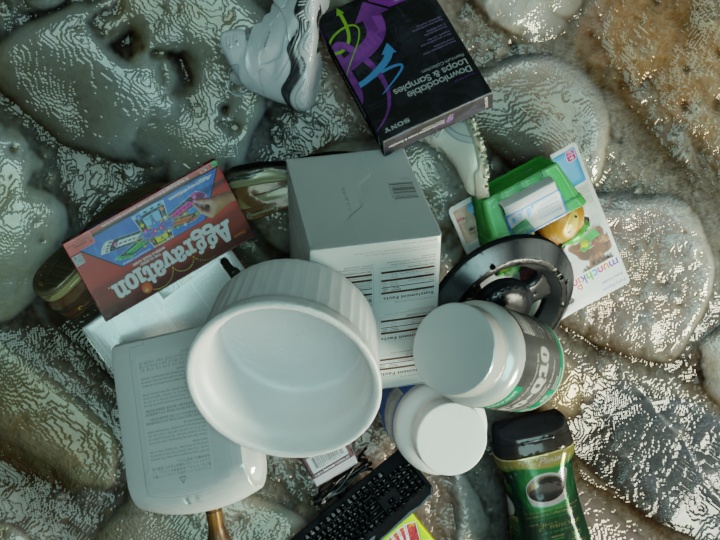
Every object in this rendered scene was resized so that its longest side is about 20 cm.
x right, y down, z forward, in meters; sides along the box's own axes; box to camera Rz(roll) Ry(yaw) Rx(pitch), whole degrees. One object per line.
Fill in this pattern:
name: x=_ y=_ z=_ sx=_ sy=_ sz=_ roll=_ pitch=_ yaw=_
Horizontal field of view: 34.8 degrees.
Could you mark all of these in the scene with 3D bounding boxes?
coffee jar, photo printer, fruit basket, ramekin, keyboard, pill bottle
coffee jar: x=0.228 y=0.280 z=1.450 sx=0.103 sy=0.085 sz=0.203 roll=-12 pitch=98 yaw=-4
photo printer: x=-0.190 y=0.168 z=1.286 sx=0.164 sy=0.069 sz=0.203 roll=-14 pitch=79 yaw=19
fruit basket: x=0.225 y=-0.029 z=1.418 sx=0.184 sy=0.094 sz=0.202 roll=-26 pitch=102 yaw=-5
ramekin: x=-0.073 y=0.085 z=1.176 sx=0.198 sy=0.098 sz=0.202 roll=3 pitch=126 yaw=4
keyboard: x=-0.015 y=0.295 z=1.413 sx=0.199 sy=0.040 sz=0.104 roll=-39 pitch=63 yaw=-4
pill bottle: x=0.088 y=0.177 z=1.361 sx=0.111 sy=0.200 sz=0.114 roll=-1 pitch=96 yaw=-9
pill bottle: x=0.140 y=0.094 z=1.250 sx=0.112 sy=0.199 sz=0.115 roll=-5 pitch=80 yaw=28

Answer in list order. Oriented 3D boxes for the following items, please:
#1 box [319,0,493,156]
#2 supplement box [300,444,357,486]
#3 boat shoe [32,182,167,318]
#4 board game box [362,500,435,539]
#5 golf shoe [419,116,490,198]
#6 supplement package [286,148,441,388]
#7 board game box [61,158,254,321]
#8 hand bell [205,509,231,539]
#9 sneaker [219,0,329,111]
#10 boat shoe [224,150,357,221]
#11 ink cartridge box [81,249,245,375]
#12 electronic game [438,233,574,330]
box: x=0.050 y=-0.245 z=1.346 sx=0.142 sy=0.036 sz=0.201 roll=-25 pitch=65 yaw=-5
supplement box: x=-0.080 y=0.147 z=1.379 sx=0.060 sy=0.109 sz=0.202 roll=-28 pitch=98 yaw=-3
boat shoe: x=-0.292 y=-0.024 z=1.359 sx=0.200 sy=0.072 sz=0.068 roll=-42 pitch=133 yaw=-11
board game box: x=0.004 y=0.386 z=1.445 sx=0.199 sy=0.048 sz=0.102 roll=-40 pitch=99 yaw=-4
golf shoe: x=0.094 y=-0.168 z=1.383 sx=0.096 sy=0.078 sz=0.202 roll=-20 pitch=73 yaw=4
supplement package: x=0.000 y=0.000 z=1.302 sx=0.145 sy=0.192 sz=0.202 roll=-6 pitch=126 yaw=-8
board game box: x=-0.231 y=-0.036 z=1.322 sx=0.199 sy=0.019 sz=0.104 roll=-31 pitch=109 yaw=-12
hand bell: x=-0.179 y=0.294 z=1.401 sx=0.103 sy=0.104 sz=0.203 roll=-11 pitch=108 yaw=-7
sneaker: x=-0.100 y=-0.292 z=1.334 sx=0.113 sy=0.075 sz=0.203 roll=8 pitch=100 yaw=11
boat shoe: x=-0.063 y=-0.099 z=1.382 sx=0.197 sy=0.076 sz=0.075 roll=-7 pitch=102 yaw=0
ink cartridge box: x=-0.221 y=0.053 z=1.379 sx=0.199 sy=0.050 sz=0.109 roll=-36 pitch=98 yaw=-5
electronic game: x=0.167 y=0.043 z=1.372 sx=0.198 sy=0.042 sz=0.202 roll=-14 pitch=129 yaw=-18
